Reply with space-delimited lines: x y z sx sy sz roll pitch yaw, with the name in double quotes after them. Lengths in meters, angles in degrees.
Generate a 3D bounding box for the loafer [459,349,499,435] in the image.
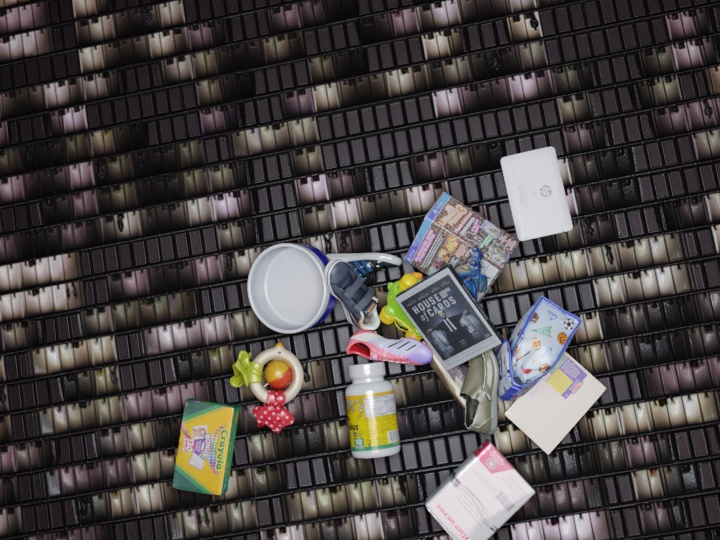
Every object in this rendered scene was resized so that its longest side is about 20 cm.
0.254 0.254 1.662 0.069 0.075 0.203 1 81 -23 "loafer"

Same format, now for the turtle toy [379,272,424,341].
0.145 0.086 1.729 0.199 0.101 0.146 37 130 7 "turtle toy"

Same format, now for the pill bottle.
0.024 0.309 1.719 0.111 0.113 0.203 -7 84 5 "pill bottle"

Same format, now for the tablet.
0.407 -0.178 1.781 0.129 0.014 0.202 -12 84 4 "tablet"

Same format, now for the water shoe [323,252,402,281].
0.000 0.000 1.777 0.198 0.071 0.080 -1 87 16 "water shoe"

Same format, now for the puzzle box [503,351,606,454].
0.435 0.292 1.725 0.133 0.025 0.200 42 89 8 "puzzle box"

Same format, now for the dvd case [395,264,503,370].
0.187 0.102 1.635 0.150 0.025 0.201 -32 100 31 "dvd case"

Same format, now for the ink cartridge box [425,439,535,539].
0.260 0.496 1.692 0.200 0.084 0.145 -43 82 -1 "ink cartridge box"

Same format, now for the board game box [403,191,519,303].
0.220 -0.044 1.701 0.199 0.160 0.097 34 52 7 "board game box"

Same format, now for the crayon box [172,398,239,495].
-0.354 0.404 1.772 0.117 0.058 0.202 7 85 6 "crayon box"

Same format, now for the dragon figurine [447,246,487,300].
0.233 0.036 1.642 0.099 0.201 0.059 10 44 33 "dragon figurine"

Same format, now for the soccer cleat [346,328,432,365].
0.064 0.182 1.720 0.198 0.077 0.067 14 128 26 "soccer cleat"

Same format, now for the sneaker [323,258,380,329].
-0.010 0.055 1.707 0.079 0.201 0.079 21 61 41 "sneaker"

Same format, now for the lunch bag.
0.361 0.179 1.652 0.123 0.170 0.201 30 74 10 "lunch bag"

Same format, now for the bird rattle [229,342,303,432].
-0.202 0.258 1.756 0.163 0.113 0.201 -38 85 -16 "bird rattle"

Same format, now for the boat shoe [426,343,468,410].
0.217 0.237 1.731 0.065 0.072 0.201 -36 89 -9 "boat shoe"

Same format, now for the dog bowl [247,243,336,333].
-0.153 0.038 1.752 0.198 0.079 0.203 1 94 22 "dog bowl"
